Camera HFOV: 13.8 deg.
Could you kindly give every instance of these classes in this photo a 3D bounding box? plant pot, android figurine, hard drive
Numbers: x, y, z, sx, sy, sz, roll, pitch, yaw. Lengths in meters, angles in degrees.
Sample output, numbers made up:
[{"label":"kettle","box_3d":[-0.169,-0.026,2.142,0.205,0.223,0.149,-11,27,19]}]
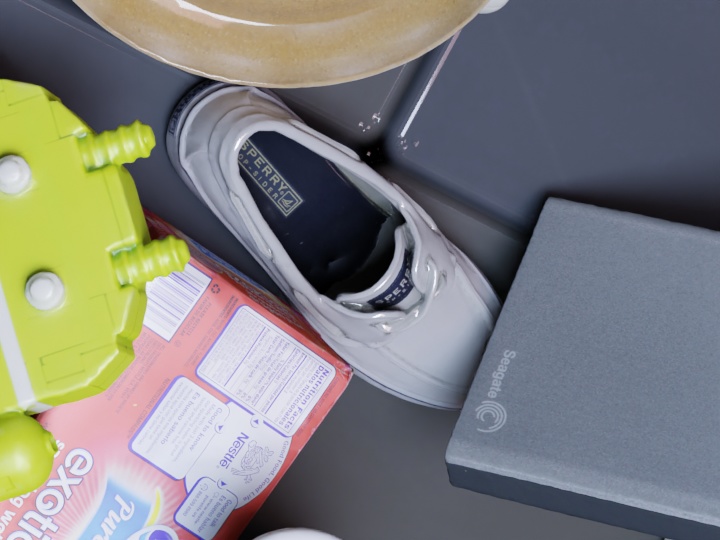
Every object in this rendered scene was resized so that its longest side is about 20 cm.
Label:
[{"label":"plant pot","box_3d":[-0.033,-0.156,1.130,0.199,0.028,0.201,1,132,1]},{"label":"android figurine","box_3d":[-0.163,0.002,1.113,0.199,0.041,0.183,-16,81,7]},{"label":"hard drive","box_3d":[0.150,0.049,1.217,0.033,0.199,0.140,76,31,-52]}]

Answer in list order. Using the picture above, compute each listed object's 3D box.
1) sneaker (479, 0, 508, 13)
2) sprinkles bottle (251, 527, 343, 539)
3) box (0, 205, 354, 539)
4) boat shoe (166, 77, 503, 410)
[{"label":"sneaker","box_3d":[0.016,-0.194,1.162,0.111,0.077,0.201,2,128,-3]},{"label":"sprinkles bottle","box_3d":[-0.028,0.138,1.182,0.068,0.200,0.069,0,84,-3]},{"label":"box","box_3d":[-0.107,0.083,1.183,0.100,0.095,0.200,35,92,-21]},{"label":"boat shoe","box_3d":[0.000,0.000,1.223,0.200,0.065,0.074,38,90,-30]}]
